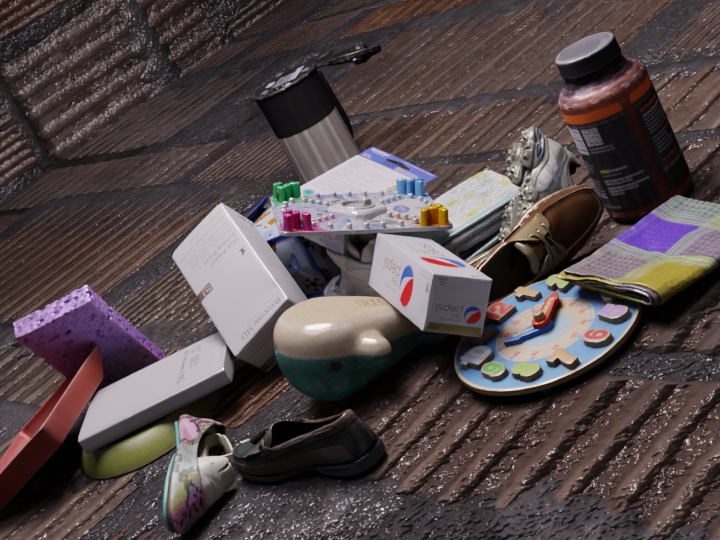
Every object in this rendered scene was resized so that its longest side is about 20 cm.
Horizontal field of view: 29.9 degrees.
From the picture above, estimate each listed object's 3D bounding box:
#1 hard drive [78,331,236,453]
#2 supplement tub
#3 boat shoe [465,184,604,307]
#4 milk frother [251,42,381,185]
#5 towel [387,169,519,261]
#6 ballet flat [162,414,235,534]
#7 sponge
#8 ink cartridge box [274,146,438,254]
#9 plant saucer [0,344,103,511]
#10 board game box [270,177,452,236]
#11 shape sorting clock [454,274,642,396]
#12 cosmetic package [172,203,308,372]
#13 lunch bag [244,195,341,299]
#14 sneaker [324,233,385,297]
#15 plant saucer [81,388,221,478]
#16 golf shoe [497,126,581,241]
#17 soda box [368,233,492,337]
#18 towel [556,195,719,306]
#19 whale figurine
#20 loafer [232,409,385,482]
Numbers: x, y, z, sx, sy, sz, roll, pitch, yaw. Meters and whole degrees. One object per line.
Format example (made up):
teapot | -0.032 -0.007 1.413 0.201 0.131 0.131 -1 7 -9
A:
hard drive | -0.245 0.144 1.655 0.200 0.027 0.132 -26 20 8
supplement tub | 0.290 -0.163 1.514 0.107 0.200 0.107 -24 21 10
boat shoe | 0.186 -0.016 1.474 0.200 0.076 0.074 -40 6 -4
milk frother | -0.036 -0.252 2.180 0.200 0.188 0.181 -9 29 42
towel | 0.121 -0.055 1.708 0.200 0.048 0.171 -32 17 -7
ballet flat | -0.169 0.210 1.446 0.071 0.069 0.200 -8 21 0
sponge | -0.350 0.099 1.768 0.111 0.200 0.030 -28 54 8
ink cartridge box | -0.003 -0.093 1.756 0.119 0.042 0.200 26 42 30
plant saucer | -0.403 0.211 1.701 0.200 0.037 0.200 -45 12 27
board game box | -0.004 -0.079 1.622 0.199 0.026 0.200 -2 16 -7
shape sorting clock | 0.186 0.058 1.357 0.200 0.039 0.200 -26 20 10
cosmetic package | -0.145 0.020 1.682 0.102 0.074 0.200 -47 49 10
lunch bag | -0.113 -0.028 1.843 0.200 0.124 0.170 -20 21 34
sneaker | 0.000 0.000 1.633 0.075 0.115 0.200 -36 21 -20
plant saucer | -0.267 0.182 1.678 0.200 0.031 0.200 -25 21 10
golf shoe | 0.220 -0.076 1.586 0.078 0.097 0.200 131 156 -55
soda box | 0.071 0.013 1.449 0.068 0.064 0.200 6 11 -18
towel | 0.312 -0.025 1.369 0.200 0.023 0.144 -30 24 -25
whale figurine | 0.005 0.084 1.490 0.199 0.104 0.159 -8 16 -15
loafer | -0.062 0.171 1.382 0.200 0.063 0.072 -10 27 42
